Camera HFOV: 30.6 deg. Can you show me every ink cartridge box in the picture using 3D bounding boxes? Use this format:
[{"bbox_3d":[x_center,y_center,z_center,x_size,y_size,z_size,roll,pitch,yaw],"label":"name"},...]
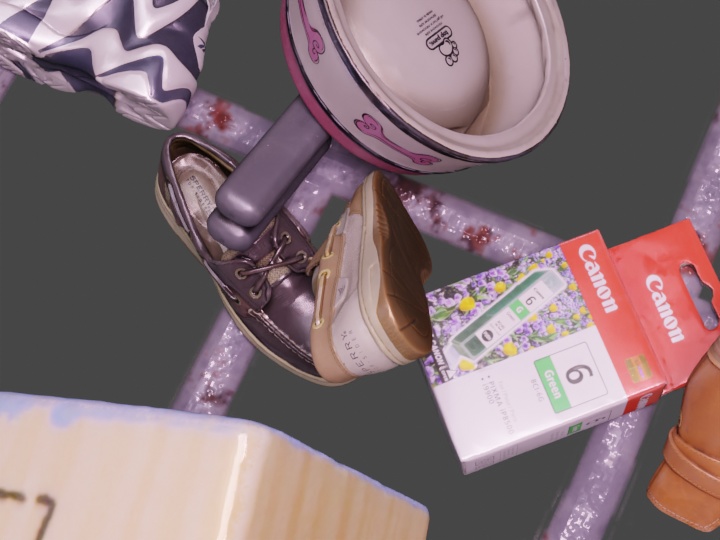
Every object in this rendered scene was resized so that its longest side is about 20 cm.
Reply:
[{"bbox_3d":[0.136,0.039,0.820,0.200,0.050,0.109,-21,70,-1],"label":"ink cartridge box"}]

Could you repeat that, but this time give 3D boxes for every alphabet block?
[{"bbox_3d":[-0.101,0.190,0.681,0.195,0.196,0.200,2,70,33],"label":"alphabet block"}]

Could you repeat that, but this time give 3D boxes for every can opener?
[{"bbox_3d":[-0.020,-0.081,0.841,0.067,0.053,0.200,32,52,3],"label":"can opener"}]

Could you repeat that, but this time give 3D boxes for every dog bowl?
[{"bbox_3d":[0.036,-0.150,0.837,0.200,0.074,0.201,16,63,-32],"label":"dog bowl"}]

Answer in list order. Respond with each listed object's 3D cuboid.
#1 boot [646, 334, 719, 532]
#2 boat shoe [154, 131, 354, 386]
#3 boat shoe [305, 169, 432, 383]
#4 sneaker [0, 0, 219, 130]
[{"bbox_3d":[0.277,0.105,0.755,0.200,0.074,0.155,24,112,4],"label":"boot"},{"bbox_3d":[-0.068,-0.008,0.847,0.073,0.065,0.200,-42,74,-11],"label":"boat shoe"},{"bbox_3d":[0.000,0.000,0.793,0.066,0.200,0.074,-29,109,14],"label":"boat shoe"},{"bbox_3d":[-0.189,-0.194,0.914,0.199,0.080,0.130,22,74,12],"label":"sneaker"}]
